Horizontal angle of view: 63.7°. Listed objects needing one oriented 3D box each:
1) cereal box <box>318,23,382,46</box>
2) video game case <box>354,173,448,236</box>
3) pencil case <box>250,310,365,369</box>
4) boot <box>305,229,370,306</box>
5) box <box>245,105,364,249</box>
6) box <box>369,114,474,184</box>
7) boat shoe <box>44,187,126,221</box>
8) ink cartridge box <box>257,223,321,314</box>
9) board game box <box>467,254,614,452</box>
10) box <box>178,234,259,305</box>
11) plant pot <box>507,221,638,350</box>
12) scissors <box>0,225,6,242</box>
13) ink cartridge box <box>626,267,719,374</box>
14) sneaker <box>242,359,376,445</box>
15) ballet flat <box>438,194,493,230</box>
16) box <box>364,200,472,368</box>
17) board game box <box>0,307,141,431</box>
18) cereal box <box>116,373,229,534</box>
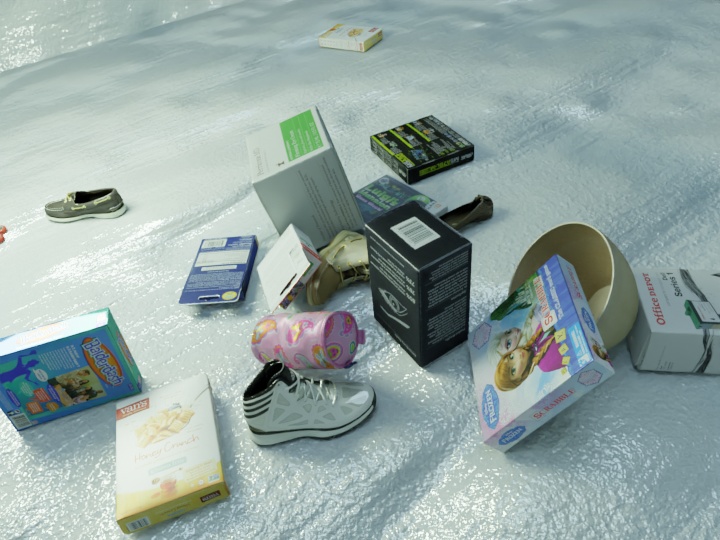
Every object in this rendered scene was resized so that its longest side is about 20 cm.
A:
[{"bbox_3d":[-0.034,-0.844,2.098,0.196,0.040,0.144,16,45,26],"label":"cereal box"},{"bbox_3d":[0.058,-0.131,1.248,0.180,0.024,0.199,-31,45,-26],"label":"video game case"},{"bbox_3d":[-0.084,0.106,0.885,0.197,0.089,0.088,-9,29,45],"label":"pencil case"},{"bbox_3d":[0.000,0.000,1.061,0.151,0.074,0.201,9,37,23],"label":"boot"},{"bbox_3d":[-0.114,-0.181,1.175,0.168,0.202,0.201,-24,40,3],"label":"box"},{"bbox_3d":[0.147,-0.300,1.417,0.189,0.048,0.201,-24,43,-15],"label":"box"},{"bbox_3d":[-0.657,-0.161,1.370,0.195,0.062,0.073,-4,39,5],"label":"boat shoe"},{"bbox_3d":[-0.123,0.003,1.022,0.110,0.050,0.200,-51,27,8],"label":"ink cartridge box"},{"bbox_3d":[0.236,0.112,0.807,0.040,0.200,0.203,27,35,-19],"label":"board game box"},{"bbox_3d":[-0.274,0.006,1.131,0.117,0.033,0.203,-4,38,5],"label":"box"},{"bbox_3d":[0.340,0.048,0.884,0.132,0.202,0.203,22,30,-26],"label":"plant pot"},{"bbox_3d":[-0.908,-0.050,1.320,0.197,0.014,0.073,-27,46,-20],"label":"scissors"},{"bbox_3d":[0.512,0.074,0.878,0.194,0.086,0.148,1,40,8],"label":"ink cartridge box"},{"bbox_3d":[-0.074,0.179,0.826,0.195,0.118,0.076,-13,39,-7],"label":"sneaker"},{"bbox_3d":[0.191,-0.105,1.176,0.196,0.047,0.067,-25,41,-19],"label":"ballet flat"},{"bbox_3d":[0.092,0.022,0.919,0.102,0.204,0.148,-25,43,-22],"label":"box"},{"bbox_3d":[-0.459,0.153,0.892,0.195,0.155,0.045,-16,38,-11],"label":"board game box"},{"bbox_3d":[-0.271,0.249,0.823,0.140,0.040,0.201,-17,41,-12],"label":"cereal box"}]
